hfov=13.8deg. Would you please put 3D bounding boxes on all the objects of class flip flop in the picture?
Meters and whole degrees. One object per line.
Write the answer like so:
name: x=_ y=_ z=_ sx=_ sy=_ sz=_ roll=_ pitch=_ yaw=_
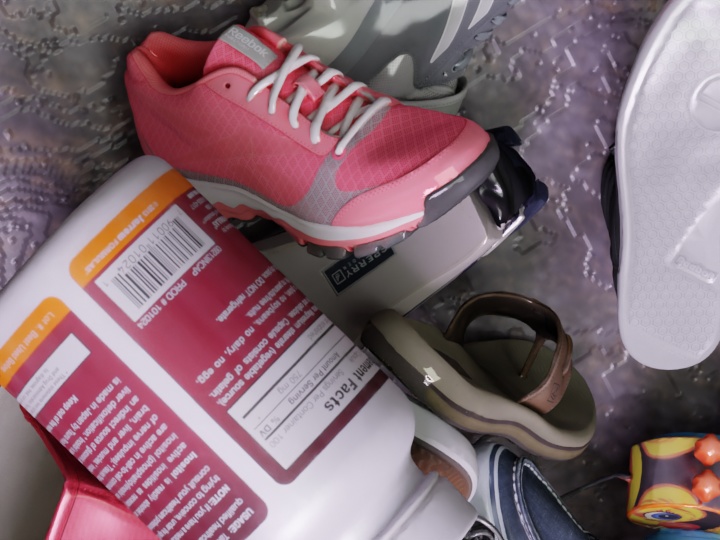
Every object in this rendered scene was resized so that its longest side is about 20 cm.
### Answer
flip flop: x=0.063 y=0.038 z=1.345 sx=0.058 sy=0.081 sz=0.200 roll=-56 pitch=154 yaw=7

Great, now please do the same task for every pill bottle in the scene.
pill bottle: x=-0.053 y=0.059 z=1.200 sx=0.200 sy=0.113 sz=0.113 roll=45 pitch=91 yaw=0

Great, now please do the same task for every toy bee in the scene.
toy bee: x=0.167 y=0.114 z=1.421 sx=0.199 sy=0.109 sz=0.132 roll=-11 pitch=81 yaw=-23

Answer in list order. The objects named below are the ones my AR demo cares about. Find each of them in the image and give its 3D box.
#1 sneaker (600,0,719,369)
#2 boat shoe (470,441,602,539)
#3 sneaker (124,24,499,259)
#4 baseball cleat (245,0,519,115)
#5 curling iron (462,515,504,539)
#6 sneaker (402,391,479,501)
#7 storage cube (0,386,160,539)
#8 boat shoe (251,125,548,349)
sneaker: x=0.144 y=-0.063 z=1.367 sx=0.070 sy=0.099 sz=0.201 roll=1 pitch=123 yaw=-4
boat shoe: x=0.121 y=0.154 z=1.380 sx=0.090 sy=0.071 sz=0.201 roll=-17 pitch=118 yaw=24
sneaker: x=-0.032 y=-0.062 z=1.273 sx=0.074 sy=0.199 sz=0.087 roll=-45 pitch=126 yaw=-35
baseball cleat: x=0.045 y=-0.125 z=1.353 sx=0.199 sy=0.070 sz=0.107 roll=-27 pitch=123 yaw=1
curling iron: x=0.013 y=0.163 z=1.378 sx=0.050 sy=0.200 sz=0.026 roll=44 pitch=51 yaw=-2
sneaker: x=-0.034 y=0.038 z=1.305 sx=0.199 sy=0.085 sz=0.073 roll=25 pitch=136 yaw=-6
storage cube: x=-0.098 y=0.166 z=1.339 sx=0.179 sy=0.171 sz=0.201 roll=17 pitch=101 yaw=-22
boat shoe: x=0.000 y=0.000 z=1.369 sx=0.199 sy=0.093 sz=0.075 roll=-28 pitch=87 yaw=26
